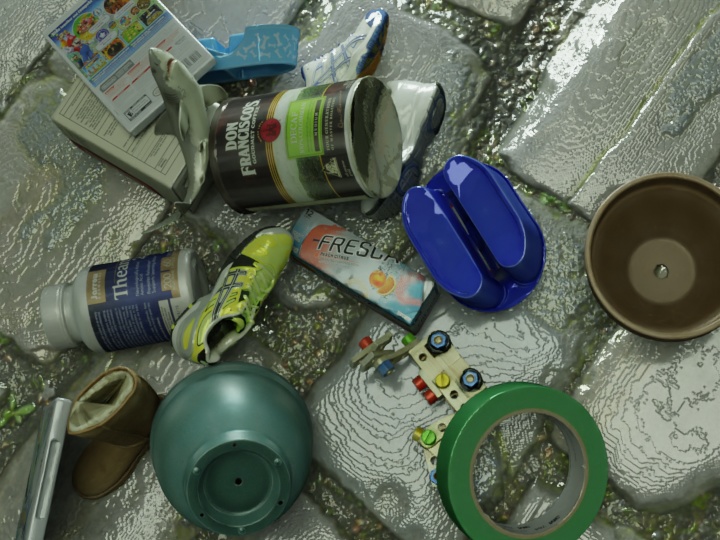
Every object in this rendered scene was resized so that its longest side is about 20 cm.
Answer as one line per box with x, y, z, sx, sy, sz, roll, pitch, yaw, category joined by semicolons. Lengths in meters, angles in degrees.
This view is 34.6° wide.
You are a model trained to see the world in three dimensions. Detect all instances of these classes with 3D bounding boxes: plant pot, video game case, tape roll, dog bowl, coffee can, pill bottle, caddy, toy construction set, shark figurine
-0.146;0.223;1.340;0.198;0.134;0.203;-3;106;-9;plant pot
-0.297;-0.285;1.477;0.143;0.018;0.200;-42;70;-4;video game case
-0.383;0.250;1.384;0.022;0.200;0.185;13;77;-17;video game case
0.188;0.232;1.342;0.198;0.048;0.203;0;92;-15;tape roll
-0.175;-0.283;1.531;0.197;0.111;0.050;-6;89;6;dog bowl
-0.066;-0.152;1.422;0.198;0.146;0.148;-5;75;26;coffee can
0.368;-0.008;1.396;0.198;0.093;0.204;-2;75;6;plant pot
-0.296;0.042;1.461;0.197;0.111;0.112;-10;75;5;pill bottle
0.141;-0.046;1.431;0.141;0.105;0.201;-36;70;15;caddy
0.081;0.149;1.403;0.131;0.092;0.201;-39;85;-3;toy construction set
-0.225;-0.156;1.419;0.089;0.128;0.218;-3;91;31;shark figurine

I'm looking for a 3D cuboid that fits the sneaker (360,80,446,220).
0.042;-0.158;1.497;0.086;0.075;0.202;17;72;23;sneaker

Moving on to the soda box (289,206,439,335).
0.000;0.000;1.454;0.199;0.068;0.064;30;82;14;soda box

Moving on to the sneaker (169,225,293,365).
-0.141;0.036;1.398;0.201;0.075;0.076;-53;42;-8;sneaker

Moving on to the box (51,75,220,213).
-0.279;-0.187;1.517;0.199;0.109;0.129;30;80;13;box

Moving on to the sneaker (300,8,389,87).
-0.034;-0.267;1.523;0.087;0.075;0.201;26;80;13;sneaker

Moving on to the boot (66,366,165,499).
-0.308;0.195;1.379;0.066;0.200;0.175;41;84;15;boot
